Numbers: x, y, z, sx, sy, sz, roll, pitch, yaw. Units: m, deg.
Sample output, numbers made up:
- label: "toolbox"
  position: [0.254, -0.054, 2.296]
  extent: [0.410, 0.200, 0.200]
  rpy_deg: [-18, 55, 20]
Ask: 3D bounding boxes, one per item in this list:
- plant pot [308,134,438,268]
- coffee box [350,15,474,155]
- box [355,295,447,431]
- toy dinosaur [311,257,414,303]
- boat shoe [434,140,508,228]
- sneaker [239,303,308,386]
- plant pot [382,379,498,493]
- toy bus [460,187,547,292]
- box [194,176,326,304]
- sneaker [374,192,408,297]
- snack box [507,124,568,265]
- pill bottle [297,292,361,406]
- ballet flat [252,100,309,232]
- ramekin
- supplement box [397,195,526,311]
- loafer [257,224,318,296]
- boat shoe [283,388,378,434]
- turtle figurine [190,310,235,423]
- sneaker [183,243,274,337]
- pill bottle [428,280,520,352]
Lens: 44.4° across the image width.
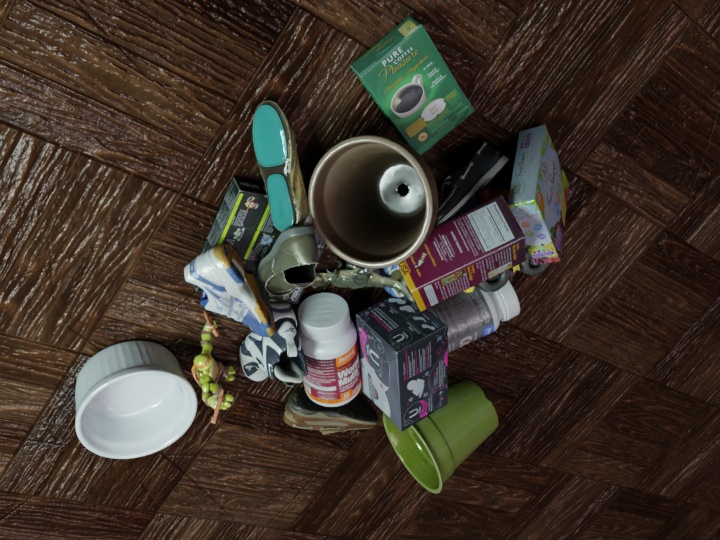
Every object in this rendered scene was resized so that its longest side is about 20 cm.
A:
- label: "plant pot"
  position: [0.044, -0.117, 1.378]
  extent: [0.201, 0.200, 0.175]
  rpy_deg: [-58, 167, 23]
- label: "coffee box"
  position: [0.084, -0.282, 1.370]
  extent: [0.123, 0.044, 0.200]
  rpy_deg: [-39, 134, 6]
- label: "box"
  position: [0.074, 0.162, 1.588]
  extent: [0.114, 0.132, 0.201]
  rpy_deg: [-25, 133, -25]
- label: "toy dinosaur"
  position: [0.000, 0.000, 1.523]
  extent: [0.199, 0.047, 0.089]
  rpy_deg: [8, 118, 11]
- label: "boat shoe"
  position: [0.168, -0.141, 1.469]
  extent: [0.200, 0.060, 0.076]
  rpy_deg: [-45, 175, -33]
- label: "sneaker"
  position: [-0.149, 0.165, 1.536]
  extent: [0.079, 0.130, 0.199]
  rpy_deg: [3, 138, -31]
- label: "plant pot"
  position: [0.178, 0.325, 1.840]
  extent: [0.190, 0.200, 0.201]
  rpy_deg: [-30, 136, -21]
- label: "toy bus"
  position: [0.235, -0.081, 1.571]
  extent: [0.199, 0.136, 0.193]
  rpy_deg: [-19, 116, -14]
- label: "box"
  position: [-0.153, -0.042, 1.440]
  extent: [0.192, 0.048, 0.200]
  rpy_deg: [10, 122, -31]
- label: "sneaker"
  position: [0.079, -0.043, 1.540]
  extent: [0.075, 0.077, 0.201]
  rpy_deg: [-5, 127, -23]
- label: "snack box"
  position: [0.305, -0.130, 1.499]
  extent: [0.053, 0.201, 0.142]
  rpy_deg: [-11, 131, 28]
- label: "pill bottle"
  position: [-0.058, 0.144, 1.597]
  extent: [0.109, 0.110, 0.201]
  rpy_deg: [-18, 133, -14]
- label: "ballet flat"
  position: [-0.117, -0.158, 1.337]
  extent: [0.070, 0.071, 0.201]
  rpy_deg: [-14, 103, -18]
- label: "ramekin"
  position: [-0.384, 0.214, 1.490]
  extent: [0.200, 0.098, 0.201]
  rpy_deg: [-14, 131, -17]
- label: "supplement box"
  position: [0.162, -0.026, 1.433]
  extent: [0.199, 0.086, 0.110]
  rpy_deg: [-26, 158, 3]
- label: "loafer"
  position: [-0.112, 0.000, 1.378]
  extent: [0.075, 0.070, 0.200]
  rpy_deg: [-10, 159, -19]
- label: "boat shoe"
  position: [-0.062, 0.284, 1.743]
  extent: [0.199, 0.076, 0.074]
  rpy_deg: [15, 124, -27]
- label: "turtle figurine"
  position: [-0.255, 0.183, 1.498]
  extent: [0.064, 0.201, 0.161]
  rpy_deg: [-12, 153, -1]
- label: "sneaker"
  position: [-0.208, 0.041, 1.413]
  extent: [0.088, 0.075, 0.200]
  rpy_deg: [-23, 129, 9]
- label: "pill bottle"
  position: [0.194, 0.082, 1.678]
  extent: [0.199, 0.114, 0.114]
  rpy_deg: [-24, 134, -8]
